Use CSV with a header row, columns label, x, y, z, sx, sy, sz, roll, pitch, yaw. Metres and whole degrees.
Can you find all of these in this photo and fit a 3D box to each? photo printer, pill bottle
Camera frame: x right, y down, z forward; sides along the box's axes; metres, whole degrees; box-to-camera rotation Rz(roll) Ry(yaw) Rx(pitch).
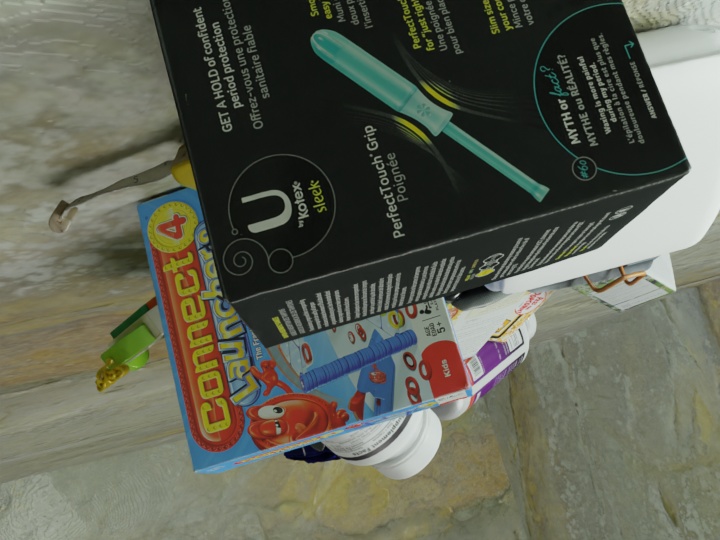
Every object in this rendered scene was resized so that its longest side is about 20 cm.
label,x,y,z,sx,sy,sz,roll,pitch,yaw
photo printer,0.176,-0.079,0.551,0.198,0.070,0.167,-13,126,-13
pill bottle,-0.008,0.116,0.758,0.111,0.112,0.200,-23,127,29
pill bottle,0.150,0.107,1.059,0.199,0.113,0.112,-30,178,-38

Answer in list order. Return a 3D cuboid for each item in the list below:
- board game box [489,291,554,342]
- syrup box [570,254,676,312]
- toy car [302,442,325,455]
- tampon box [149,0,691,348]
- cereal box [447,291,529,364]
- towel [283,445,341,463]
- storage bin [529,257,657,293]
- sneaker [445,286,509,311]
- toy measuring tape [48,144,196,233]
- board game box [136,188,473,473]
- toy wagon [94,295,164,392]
label,x,y,z,sx,sy,sz,roll,pitch,yaw
board game box,0.144,0.013,0.914,0.199,0.046,0.152,12,128,-41
syrup box,0.259,-0.028,0.874,0.199,0.082,0.079,24,144,-34
toy car,-0.072,0.102,0.874,0.157,0.202,0.164,-12,167,-16
tampon box,0.021,-0.067,0.388,0.198,0.151,0.126,-15,167,-4
cereal box,0.090,0.057,0.834,0.143,0.040,0.200,-11,149,-32
towel,-0.031,0.131,0.954,0.049,0.202,0.147,19,158,-24
storage bin,0.227,-0.067,0.712,0.199,0.146,0.134,-9,155,-30
sneaker,0.067,-0.018,0.662,0.199,0.076,0.115,5,-151,39
toy measuring tape,-0.094,-0.046,0.498,0.199,0.074,0.074,-21,167,8
board game box,-0.042,0.020,0.563,0.194,0.202,0.056,-18,165,5
toy wagon,-0.157,0.035,0.677,0.155,0.040,0.200,-34,-177,36
